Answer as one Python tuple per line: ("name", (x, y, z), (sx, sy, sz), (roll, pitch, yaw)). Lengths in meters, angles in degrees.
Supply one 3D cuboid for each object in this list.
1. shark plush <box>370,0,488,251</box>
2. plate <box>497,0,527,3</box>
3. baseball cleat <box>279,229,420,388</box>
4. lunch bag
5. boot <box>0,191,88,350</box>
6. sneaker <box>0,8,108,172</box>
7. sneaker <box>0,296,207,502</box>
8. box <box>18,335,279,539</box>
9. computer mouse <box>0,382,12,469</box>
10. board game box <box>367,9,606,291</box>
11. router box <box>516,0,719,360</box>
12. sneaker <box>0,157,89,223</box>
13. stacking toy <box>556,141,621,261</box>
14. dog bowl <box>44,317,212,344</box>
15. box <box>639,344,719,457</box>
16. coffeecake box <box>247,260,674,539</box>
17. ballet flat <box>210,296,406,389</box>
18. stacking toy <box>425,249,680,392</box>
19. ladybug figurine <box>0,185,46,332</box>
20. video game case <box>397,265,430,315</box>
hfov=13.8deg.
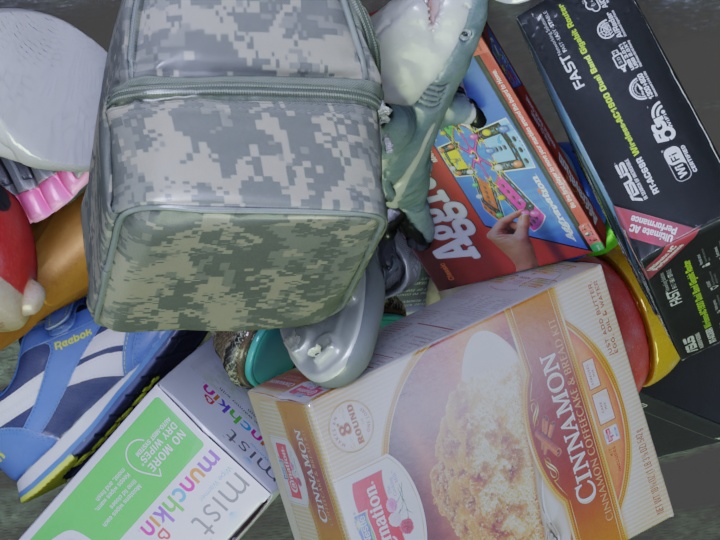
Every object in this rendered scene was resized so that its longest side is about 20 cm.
("shark plush", (0.033, -0.068, 1.530), (0.083, 0.091, 0.201), (-23, 134, -13))
("plate", (0.098, -0.189, 1.350), (0.199, 0.033, 0.199), (-18, 159, 31))
("baseball cleat", (0.000, 0.000, 1.618), (0.070, 0.201, 0.106), (-36, 128, 24))
("lunch bag", (-0.063, -0.076, 1.416), (0.138, 0.169, 0.200), (-3, 162, -9))
("boot", (-0.166, 0.000, 1.650), (0.201, 0.071, 0.144), (-21, -160, 49))
("sneaker", (-0.209, -0.093, 1.486), (0.199, 0.076, 0.088), (15, 162, -32))
("sneaker", (-0.150, 0.042, 1.716), (0.200, 0.082, 0.074), (-46, 169, 8))
("box", (-0.116, 0.140, 1.730), (0.200, 0.097, 0.176), (-47, 178, 22))
("computer mouse", (-0.159, 0.082, 1.858), (0.199, 0.053, 0.138), (-5, 162, -45))
("board game box", (0.049, -0.067, 1.591), (0.102, 0.020, 0.200), (-14, 136, 22))
("router box", (0.153, -0.053, 1.573), (0.062, 0.151, 0.200), (-26, 159, 3))
("sneaker", (-0.189, -0.055, 1.612), (0.199, 0.079, 0.095), (-24, 177, 42))
("stacking toy", (0.142, -0.040, 1.743), (0.199, 0.086, 0.085), (-1, 161, -32))
("dog bowl", (-0.109, 0.017, 1.846), (0.198, 0.059, 0.200), (-7, 161, -2))
("box", (0.134, 0.068, 2.010), (0.181, 0.105, 0.200), (-16, 160, 28))
("coffeecake box", (0.057, 0.101, 1.630), (0.199, 0.155, 0.073), (-24, -165, -26))
("ballet flat", (-0.044, 0.028, 1.688), (0.075, 0.068, 0.200), (32, -166, 24))
("stacking toy", (0.150, 0.035, 1.788), (0.199, 0.147, 0.146), (-19, 165, -17))
("ladybug figurine", (-0.245, -0.034, 1.529), (0.199, 0.072, 0.136), (27, 170, 8))
("video game case", (0.031, 0.023, 1.841), (0.142, 0.019, 0.200), (-3, 144, -42))
